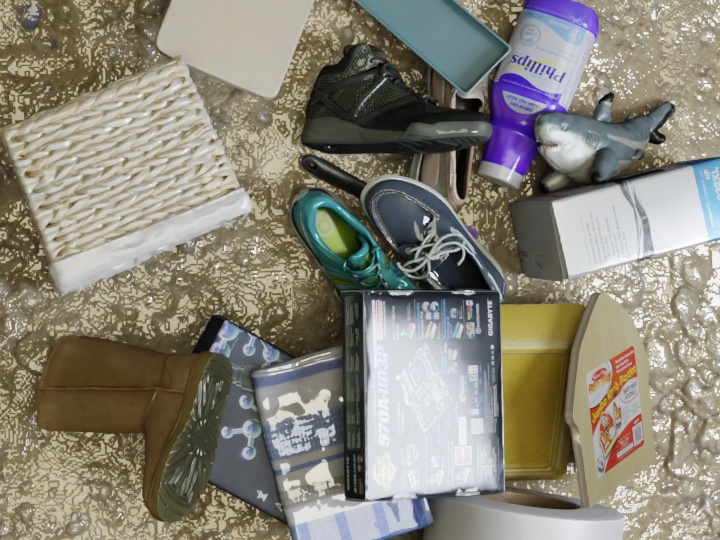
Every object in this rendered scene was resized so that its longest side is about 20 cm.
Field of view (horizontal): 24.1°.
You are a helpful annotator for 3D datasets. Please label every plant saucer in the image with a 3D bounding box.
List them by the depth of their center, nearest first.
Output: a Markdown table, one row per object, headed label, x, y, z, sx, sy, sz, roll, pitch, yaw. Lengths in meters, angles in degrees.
| label | x | y | z | sx | sy | sz | roll | pitch | yaw |
| --- | --- | --- | --- | --- | --- | --- | --- | --- | --- |
| plant saucer | 0.058 | -0.259 | 1.707 | 0.200 | 0.019 | 0.070 | 43 | 82 | 16 |
| plant saucer | 0.135 | 0.136 | 1.726 | 0.199 | 0.048 | 0.201 | 0 | 110 | -12 |

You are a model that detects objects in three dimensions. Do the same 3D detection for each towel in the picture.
| label | x | y | z | sx | sy | sz | roll | pitch | yaw |
| --- | --- | --- | --- | --- | --- | --- | --- | --- | --- |
| towel | -0.016 | 0.172 | 1.631 | 0.146 | 0.024 | 0.201 | -14 | 94 | -11 |

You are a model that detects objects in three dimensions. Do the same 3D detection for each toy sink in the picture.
| label | x | y | z | sx | sy | sz | roll | pitch | yaw |
| --- | --- | --- | --- | --- | --- | --- | --- | --- | --- |
| toy sink | -0.117 | -0.271 | 1.658 | 0.130 | 0.112 | 0.201 | 22 | 79 | -11 |

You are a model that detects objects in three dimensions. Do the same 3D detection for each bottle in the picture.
| label | x | y | z | sx | sy | sz | roll | pitch | yaw |
| --- | --- | --- | --- | --- | --- | --- | --- | --- | --- |
| bottle | 0.178 | -0.184 | 1.744 | 0.083 | 0.065 | 0.201 | 22 | 87 | 15 |

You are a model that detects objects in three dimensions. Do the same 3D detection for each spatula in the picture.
| label | x | y | z | sx | sy | sz | roll | pitch | yaw |
| --- | --- | --- | --- | --- | --- | --- | --- | --- | --- |
| spatula | 0.026 | -0.065 | 1.740 | 0.199 | 0.021 | 0.057 | 31 | 118 | -6 |

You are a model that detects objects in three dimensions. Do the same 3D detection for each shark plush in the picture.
| label | x | y | z | sx | sy | sz | roll | pitch | yaw |
| --- | --- | --- | --- | --- | --- | --- | --- | --- | --- |
| shark plush | 0.263 | -0.144 | 1.736 | 0.199 | 0.091 | 0.084 | -20 | 97 | -25 |

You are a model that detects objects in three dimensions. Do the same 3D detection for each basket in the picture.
| label | x | y | z | sx | sy | sz | roll | pitch | yaw |
| --- | --- | --- | --- | --- | --- | --- | --- | --- | --- |
| basket | -0.228 | -0.085 | 1.604 | 0.199 | 0.198 | 0.162 | -24 | 92 | -9 |

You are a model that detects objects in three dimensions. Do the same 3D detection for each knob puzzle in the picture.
| label | x | y | z | sx | sy | sz | roll | pitch | yaw |
| --- | --- | --- | --- | --- | --- | --- | --- | --- | --- |
| knob puzzle | 0.247 | 0.121 | 1.733 | 0.030 | 0.219 | 0.221 | -2 | 87 | 33 |

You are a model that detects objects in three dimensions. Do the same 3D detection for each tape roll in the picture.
| label | x | y | z | sx | sy | sz | roll | pitch | yaw |
| --- | --- | --- | --- | --- | --- | --- | --- | --- | --- |
| tape roll | 0.158 | 0.298 | 1.689 | 0.201 | 0.203 | 0.140 | 8 | 91 | -12 |

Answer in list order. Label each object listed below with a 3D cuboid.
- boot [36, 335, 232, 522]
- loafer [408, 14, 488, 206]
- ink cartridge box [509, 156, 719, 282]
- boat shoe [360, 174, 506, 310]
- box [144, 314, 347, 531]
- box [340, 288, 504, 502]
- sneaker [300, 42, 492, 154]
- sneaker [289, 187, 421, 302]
| label | x | y | z | sx | sy | sz | roll | pitch | yaw |
| --- | --- | --- | --- | --- | --- | --- | --- | --- | --- |
| boot | -0.227 | 0.148 | 1.601 | 0.066 | 0.199 | 0.176 | 50 | 51 | -46 |
| loafer | 0.104 | -0.163 | 1.726 | 0.072 | 0.063 | 0.201 | 9 | 94 | -46 |
| ink cartridge box | 0.272 | -0.054 | 1.730 | 0.199 | 0.145 | 0.084 | -14 | 95 | -11 |
| boat shoe | 0.077 | -0.019 | 1.704 | 0.075 | 0.062 | 0.200 | -34 | 122 | 16 |
| box | -0.091 | 0.156 | 1.681 | 0.199 | 0.107 | 0.149 | 29 | 86 | -10 |
| box | 0.061 | 0.118 | 1.615 | 0.158 | 0.046 | 0.201 | 0 | 87 | -30 |
| sneaker | 0.038 | -0.174 | 1.685 | 0.198 | 0.076 | 0.115 | 4 | 84 | 26 |
| sneaker | 0.000 | 0.000 | 1.710 | 0.077 | 0.080 | 0.200 | -44 | 100 | -6 |
